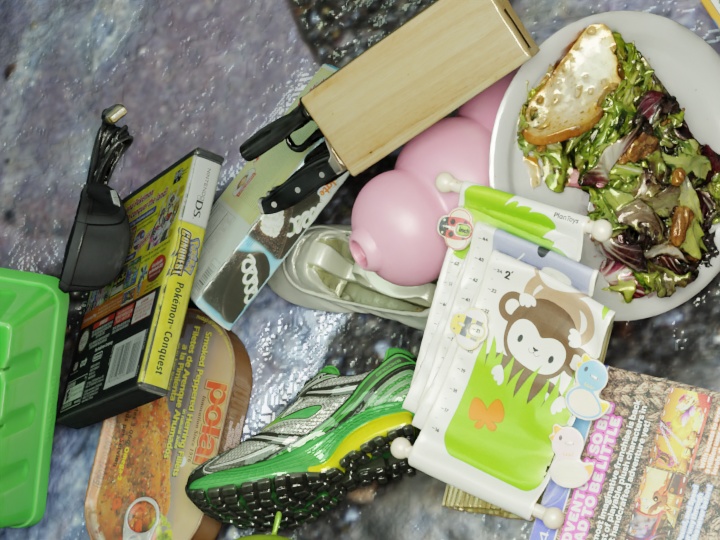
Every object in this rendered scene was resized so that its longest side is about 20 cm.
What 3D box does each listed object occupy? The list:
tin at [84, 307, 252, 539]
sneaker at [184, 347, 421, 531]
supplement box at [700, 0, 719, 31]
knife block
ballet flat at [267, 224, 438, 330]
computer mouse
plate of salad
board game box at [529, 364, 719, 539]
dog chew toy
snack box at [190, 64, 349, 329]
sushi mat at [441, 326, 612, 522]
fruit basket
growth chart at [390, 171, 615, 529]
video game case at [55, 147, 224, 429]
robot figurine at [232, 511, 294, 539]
[{"bbox_3d":[-0.142,0.129,1.385,0.111,0.042,0.202,2,72,34],"label":"tin"},{"bbox_3d":[-0.033,0.122,1.310,0.198,0.078,0.086,-22,53,8],"label":"sneaker"},{"bbox_3d":[0.286,-0.150,1.228,0.069,0.066,0.201,-34,58,18],"label":"supplement box"},{"bbox_3d":[0.007,-0.107,1.206,0.175,0.200,0.064,-38,97,-15],"label":"knife block"},{"bbox_3d":[0.000,0.000,1.336,0.198,0.069,0.070,16,80,33],"label":"ballet flat"},{"bbox_3d":[-0.191,-0.055,1.407,0.046,0.200,0.142,16,94,-10],"label":"computer mouse"},{"bbox_3d":[0.177,-0.067,1.194,0.202,0.199,0.048,-65,21,-6],"label":"plate of salad"},{"bbox_3d":[0.216,0.163,1.131,0.198,0.097,0.161,13,79,33],"label":"board game box"},{"bbox_3d":[0.079,-0.056,1.244,0.199,0.125,0.125,-29,53,-22],"label":"dog chew toy"},{"bbox_3d":[-0.060,-0.058,1.363,0.201,0.037,0.116,-52,21,0],"label":"snack box"},{"bbox_3d":[0.121,0.073,1.270,0.095,0.012,0.202,6,75,33],"label":"sushi mat"},{"bbox_3d":[-0.310,0.091,1.443,0.154,0.216,0.218,9,74,3],"label":"fruit basket"},{"bbox_3d":[0.092,0.049,1.149,0.143,0.018,0.202,12,91,29],"label":"growth chart"},{"bbox_3d":[-0.168,0.018,1.379,0.200,0.025,0.183,-24,51,62],"label":"video game case"},{"bbox_3d":[-0.058,0.268,1.237,0.174,0.116,0.202,-29,60,16],"label":"robot figurine"}]
